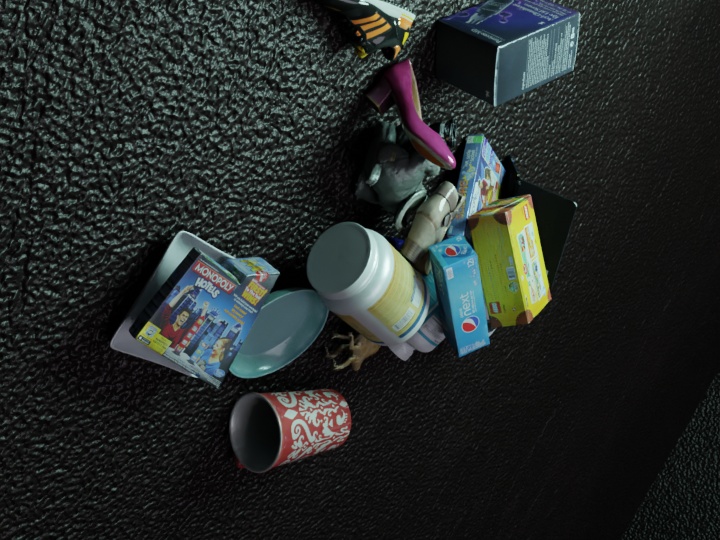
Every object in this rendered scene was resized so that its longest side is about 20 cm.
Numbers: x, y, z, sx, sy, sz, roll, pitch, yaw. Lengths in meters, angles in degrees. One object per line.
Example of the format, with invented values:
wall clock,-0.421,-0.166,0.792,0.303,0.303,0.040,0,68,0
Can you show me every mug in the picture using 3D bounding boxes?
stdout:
mug,-0.134,0.278,1.619,0.198,0.175,0.137,-1,81,-49

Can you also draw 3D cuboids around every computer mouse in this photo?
computer mouse,0.131,-0.221,1.491,0.033,0.200,0.060,7,93,-4

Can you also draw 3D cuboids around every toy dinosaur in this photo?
toy dinosaur,-0.012,0.153,1.655,0.099,0.059,0.202,-8,143,-20

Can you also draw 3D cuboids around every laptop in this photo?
laptop,0.321,-0.096,1.719,0.101,0.201,0.181,9,117,-6

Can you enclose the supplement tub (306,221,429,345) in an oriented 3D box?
supplement tub,0.014,0.023,1.472,0.146,0.144,0.200,-52,140,-3

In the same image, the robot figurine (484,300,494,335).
robot figurine,0.230,0.063,1.786,0.122,0.153,0.201,11,151,-7

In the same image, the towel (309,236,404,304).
towel,0.000,0.000,1.595,0.198,0.049,0.150,13,101,-49

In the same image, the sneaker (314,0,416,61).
sneaker,0.002,-0.359,1.319,0.198,0.069,0.092,0,114,-48

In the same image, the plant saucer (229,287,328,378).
plant saucer,-0.143,0.095,1.493,0.198,0.036,0.202,-29,148,-20

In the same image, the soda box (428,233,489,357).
soda box,0.167,0.045,1.521,0.063,0.068,0.203,-21,128,-9

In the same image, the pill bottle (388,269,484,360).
pill bottle,0.128,0.070,1.636,0.200,0.111,0.110,-44,142,9

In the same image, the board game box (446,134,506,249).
board game box,0.216,-0.127,1.657,0.135,0.034,0.204,43,56,-53

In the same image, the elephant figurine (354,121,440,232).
elephant figurine,0.063,-0.137,1.507,0.151,0.144,0.202,-4,142,-10

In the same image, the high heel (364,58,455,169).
high heel,0.100,-0.247,1.401,0.096,0.200,0.068,-42,162,-3

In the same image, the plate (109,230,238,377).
plate,-0.264,0.052,1.369,0.199,0.032,0.202,30,94,-50

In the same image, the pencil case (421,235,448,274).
pencil case,0.136,0.037,1.729,0.087,0.088,0.203,6,113,-47

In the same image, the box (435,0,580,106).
box,0.243,-0.373,1.496,0.198,0.147,0.106,-28,135,-29

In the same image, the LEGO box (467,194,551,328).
LEGO box,0.270,-0.018,1.615,0.148,0.076,0.205,-29,108,-59

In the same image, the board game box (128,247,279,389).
board game box,-0.222,0.048,1.336,0.201,0.061,0.200,-52,141,-6

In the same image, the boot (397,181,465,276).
boot,0.127,-0.073,1.549,0.148,0.070,0.200,-55,171,-1
